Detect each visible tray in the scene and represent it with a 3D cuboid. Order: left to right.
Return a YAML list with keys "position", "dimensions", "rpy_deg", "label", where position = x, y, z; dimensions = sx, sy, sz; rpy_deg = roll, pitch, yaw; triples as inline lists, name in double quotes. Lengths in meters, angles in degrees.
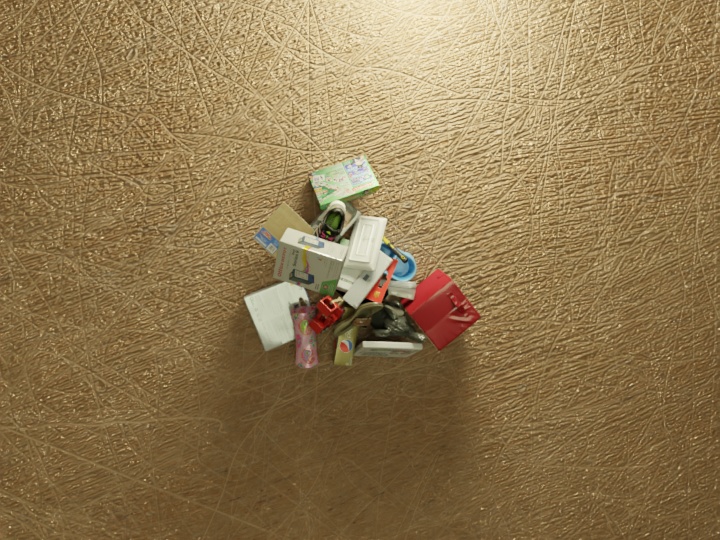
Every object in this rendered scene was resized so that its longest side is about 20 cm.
- position: [0.015, -0.095, 1.663]
  dimensions: [0.106, 0.022, 0.201]
  rpy_deg: [8, 63, 13]
  label: "tray"

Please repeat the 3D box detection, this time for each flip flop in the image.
- position: [-0.004, 0.163, 1.642]
  dimensions: [0.199, 0.081, 0.058]
  rpy_deg: [-36, 60, 19]
  label: "flip flop"

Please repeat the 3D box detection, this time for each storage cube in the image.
- position: [0.261, 0.127, 1.726]
  dimensions: [0.179, 0.200, 0.171]
  rpy_deg: [-40, 104, 4]
  label: "storage cube"

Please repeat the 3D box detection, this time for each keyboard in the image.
- position: [0.024, 0.027, 1.637]
  dimensions: [0.056, 0.011, 0.200]
  rpy_deg: [35, 76, 13]
  label: "keyboard"

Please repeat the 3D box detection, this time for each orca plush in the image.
- position: [-0.013, 0.070, 1.679]
  dimensions: [0.199, 0.071, 0.106]
  rpy_deg: [20, 118, 11]
  label: "orca plush"

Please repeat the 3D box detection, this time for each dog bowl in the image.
- position: [0.105, -0.030, 1.745]
  dimensions: [0.199, 0.050, 0.112]
  rpy_deg: [30, 92, -14]
  label: "dog bowl"

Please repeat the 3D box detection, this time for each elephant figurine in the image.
- position: [0.106, 0.170, 1.698]
  dimensions: [0.154, 0.200, 0.143]
  rpy_deg: [-18, 102, -7]
  label: "elephant figurine"

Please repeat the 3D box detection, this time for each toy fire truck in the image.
- position: [-0.093, 0.127, 1.602]
  dimensions: [0.049, 0.200, 0.141]
  rpy_deg: [43, 116, 11]
  label: "toy fire truck"

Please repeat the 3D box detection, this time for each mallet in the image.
- position: [0.095, -0.096, 1.680]
  dimensions: [0.066, 0.200, 0.041]
  rpy_deg: [-40, 148, -16]
  label: "mallet"

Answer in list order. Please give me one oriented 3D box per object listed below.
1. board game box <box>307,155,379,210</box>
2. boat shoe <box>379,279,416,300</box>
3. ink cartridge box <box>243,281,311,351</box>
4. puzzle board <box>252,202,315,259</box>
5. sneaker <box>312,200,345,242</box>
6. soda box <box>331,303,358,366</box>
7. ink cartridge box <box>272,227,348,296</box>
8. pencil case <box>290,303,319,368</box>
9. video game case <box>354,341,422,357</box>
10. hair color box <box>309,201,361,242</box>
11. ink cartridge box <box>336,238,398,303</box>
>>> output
- position: [-0.055, -0.283, 1.649]
  dimensions: [0.199, 0.029, 0.135]
  rpy_deg: [-20, 64, -7]
  label: "board game box"
- position: [0.085, 0.064, 1.711]
  dimensions: [0.198, 0.073, 0.067]
  rpy_deg: [3, 89, 20]
  label: "boat shoe"
- position: [-0.259, 0.140, 1.708]
  dimensions: [0.199, 0.043, 0.198]
  rpy_deg: [-22, 103, -10]
  label: "ink cartridge box"
- position: [-0.219, -0.094, 1.636]
  dimensions: [0.200, 0.017, 0.151]
  rpy_deg: [43, 95, -11]
  label: "puzzle board"
- position: [-0.101, -0.117, 1.588]
  dimensions: [0.073, 0.088, 0.201]
  rpy_deg: [24, 102, -11]
  label: "sneaker"
- position: [-0.048, 0.216, 1.744]
  dimensions: [0.063, 0.068, 0.202]
  rpy_deg: [8, 97, -11]
  label: "soda box"
- position: [-0.153, -0.024, 1.568]
  dimensions: [0.199, 0.088, 0.146]
  rpy_deg: [19, 125, 1]
  label: "ink cartridge box"
- position: [-0.180, 0.213, 1.672]
  dimensions: [0.087, 0.087, 0.202]
  rpy_deg: [-6, 101, -9]
  label: "pencil case"
- position: [0.086, 0.265, 1.724]
  dimensions: [0.198, 0.182, 0.024]
  rpy_deg: [4, 72, -11]
  label: "video game case"
- position: [-0.101, -0.145, 1.684]
  dimensions: [0.099, 0.061, 0.200]
  rpy_deg: [42, 89, -12]
  label: "hair color box"
- position: [0.000, 0.000, 1.661]
  dimensions: [0.199, 0.050, 0.162]
  rpy_deg: [17, 74, 23]
  label: "ink cartridge box"
